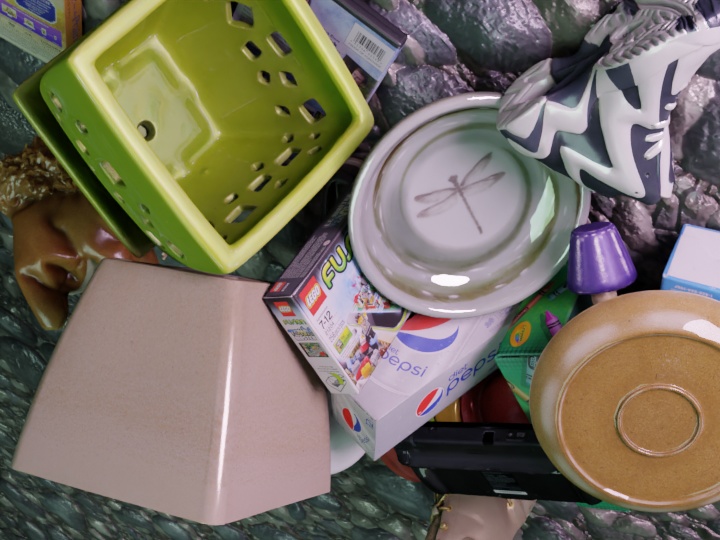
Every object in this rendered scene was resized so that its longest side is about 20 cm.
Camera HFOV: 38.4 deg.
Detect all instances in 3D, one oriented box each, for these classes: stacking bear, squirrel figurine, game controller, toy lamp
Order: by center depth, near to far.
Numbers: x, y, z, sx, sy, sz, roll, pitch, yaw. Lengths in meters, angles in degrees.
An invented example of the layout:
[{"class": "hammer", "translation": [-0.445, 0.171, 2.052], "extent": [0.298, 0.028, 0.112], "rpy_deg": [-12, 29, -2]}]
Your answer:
[{"class": "toy lamp", "translation": [0.207, 0.060, 0.845], "extent": [0.058, 0.058, 0.202], "rpy_deg": [-2, 107, 38]}, {"class": "game controller", "translation": [0.124, 0.172, 0.929], "extent": [0.199, 0.042, 0.104], "rpy_deg": [-4, 144, 37]}, {"class": "stacking bear", "translation": [0.108, 0.136, 1.008], "extent": [0.199, 0.122, 0.113], "rpy_deg": [-11, 147, 45]}, {"class": "squirrel figurine", "translation": [-0.258, -0.071, 1.039], "extent": [0.186, 0.142, 0.201], "rpy_deg": [-28, 93, 18]}]

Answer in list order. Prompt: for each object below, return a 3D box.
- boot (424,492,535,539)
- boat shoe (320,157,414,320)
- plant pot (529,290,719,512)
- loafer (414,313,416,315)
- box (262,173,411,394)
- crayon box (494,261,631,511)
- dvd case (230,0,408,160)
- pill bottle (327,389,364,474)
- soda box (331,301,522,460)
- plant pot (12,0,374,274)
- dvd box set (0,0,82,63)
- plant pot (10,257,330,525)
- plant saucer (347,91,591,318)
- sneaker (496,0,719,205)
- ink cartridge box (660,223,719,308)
[{"class": "boot", "translation": [0.089, 0.247, 1.137], "extent": [0.199, 0.156, 0.073], "rpy_deg": [34, 144, 0]}, {"class": "boat shoe", "translation": [0.000, 0.000, 0.946], "extent": [0.071, 0.065, 0.202], "rpy_deg": [-6, 104, 20]}, {"class": "plant pot", "translation": [0.230, 0.111, 0.798], "extent": [0.198, 0.028, 0.202], "rpy_deg": [5, 115, 10]}, {"class": "loafer", "translation": [0.001, 0.026, 1.030], "extent": [0.199, 0.068, 0.076], "rpy_deg": [-2, 131, 39]}, {"class": "box", "translation": [0.008, -0.006, 0.876], "extent": [0.035, 0.200, 0.110], "rpy_deg": [-4, 130, 43]}, {"class": "crayon box", "translation": [0.201, 0.104, 0.922], "extent": [0.058, 0.119, 0.201], "rpy_deg": [-4, 129, 40]}, {"class": "dvd case", "translation": [-0.057, -0.177, 0.889], "extent": [0.142, 0.018, 0.200], "rpy_deg": [37, 144, -2]}, {"class": "pill bottle", "translation": [-0.051, 0.115, 1.043], "extent": [0.111, 0.111, 0.200], "rpy_deg": [48, -175, -18]}, {"class": "soda box", "translation": [0.067, 0.078, 0.923], "extent": [0.063, 0.199, 0.069], "rpy_deg": [42, 151, 29]}, {"class": "plant pot", "translation": [-0.144, -0.129, 0.834], "extent": [0.181, 0.200, 0.200], "rpy_deg": [-2, 129, 51]}, {"class": "dvd box set", "translation": [-0.324, -0.292, 0.953], "extent": [0.146, 0.029, 0.201], "rpy_deg": [29, 144, 8]}, {"class": "plant pot", "translation": [-0.140, 0.088, 0.864], "extent": [0.198, 0.179, 0.200], "rpy_deg": [8, -179, 24]}, {"class": "plant saucer", "translation": [0.085, -0.056, 0.841], "extent": [0.198, 0.050, 0.201], "rpy_deg": [-4, 121, -7]}, {"class": "sneaker", "translation": [0.205, -0.113, 0.718], "extent": [0.129, 0.080, 0.199], "rpy_deg": [37, 134, -24]}, {"class": "ink cartridge box", "translation": [0.301, 0.067, 0.847], "extent": [0.115, 0.068, 0.201], "rpy_deg": [16, 139, 22]}]
